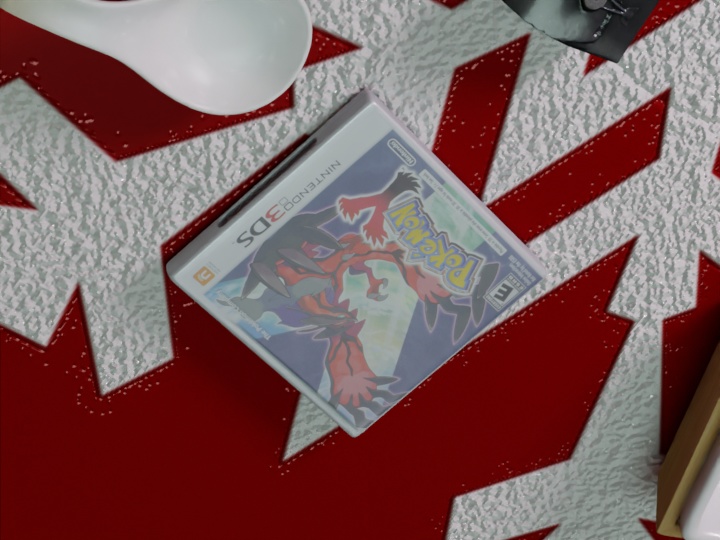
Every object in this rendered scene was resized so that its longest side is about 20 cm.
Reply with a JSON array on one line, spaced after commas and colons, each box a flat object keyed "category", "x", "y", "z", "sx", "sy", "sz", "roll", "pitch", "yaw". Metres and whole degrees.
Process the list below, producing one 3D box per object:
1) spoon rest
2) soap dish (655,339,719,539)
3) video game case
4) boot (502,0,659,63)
[{"category": "spoon rest", "x": -0.123, "y": -0.150, "z": 1.414, "sx": 0.200, "sy": 0.061, "sz": 0.100, "roll": 12, "pitch": 117, "yaw": -22}, {"category": "soap dish", "x": 0.314, "y": 0.111, "z": 1.693, "sx": 0.157, "sy": 0.081, "sz": 0.200, "roll": 10, "pitch": 117, "yaw": -22}, {"category": "video game case", "x": 0.000, "y": 0.000, "z": 1.566, "sx": 0.182, "sy": 0.023, "sz": 0.200, "roll": -41, "pitch": 123, "yaw": 10}, {"category": "boot", "x": 0.150, "y": -0.242, "z": 1.441, "sx": 0.165, "sy": 0.066, "sz": 0.200, "roll": 26, "pitch": 115, "yaw": -27}]
